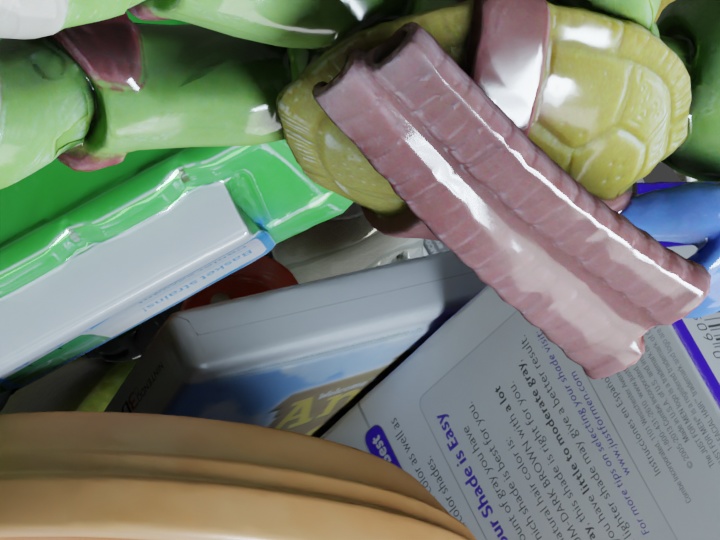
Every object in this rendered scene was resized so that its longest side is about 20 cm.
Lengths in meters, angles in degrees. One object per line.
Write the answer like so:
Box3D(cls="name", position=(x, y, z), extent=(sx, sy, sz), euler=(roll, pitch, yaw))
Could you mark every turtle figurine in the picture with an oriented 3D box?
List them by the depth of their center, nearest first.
Box3D(cls="turtle figurine", position=(-0.010, -0.081, 0.526), extent=(0.193, 0.201, 0.144), euler=(-5, -170, -24))

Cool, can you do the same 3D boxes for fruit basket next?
Box3D(cls="fruit basket", position=(-0.065, -0.016, 0.710), extent=(0.185, 0.094, 0.200), euler=(-28, 165, 1))

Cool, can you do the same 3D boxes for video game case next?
Box3D(cls="video game case", position=(-0.006, 0.050, 0.836), extent=(0.199, 0.022, 0.182), euler=(-12, 154, -35))

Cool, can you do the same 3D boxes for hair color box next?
Box3D(cls="hair color box", position=(0.048, 0.075, 0.778), extent=(0.065, 0.110, 0.200), euler=(-3, 149, -48))

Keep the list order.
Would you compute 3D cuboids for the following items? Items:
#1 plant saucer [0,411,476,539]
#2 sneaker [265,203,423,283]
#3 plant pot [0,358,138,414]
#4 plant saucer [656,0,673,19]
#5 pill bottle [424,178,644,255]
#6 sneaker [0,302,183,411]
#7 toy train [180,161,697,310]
Box3D(cls="plant saucer", position=(-0.061, 0.075, 0.710), extent=(0.199, 0.038, 0.200), euler=(1, 162, 0))
Box3D(cls="sneaker", position=(0.000, 0.000, 1.024), extent=(0.075, 0.081, 0.200), euler=(-26, 173, -9))
Box3D(cls="plant pot", position=(-0.080, 0.106, 1.080), extent=(0.200, 0.201, 0.184), euler=(-26, 176, -24))
Box3D(cls="plant saucer", position=(0.227, -0.166, 1.301), extent=(0.200, 0.049, 0.200), euler=(-31, 175, 28))
Box3D(cls="pill bottle", position=(0.037, -0.021, 1.356), extent=(0.199, 0.116, 0.116), euler=(-28, 176, 13))
Box3D(cls="sneaker", position=(-0.110, -0.003, 1.012), extent=(0.200, 0.076, 0.079), euler=(-23, -166, 42))
Box3D(cls="toy train", position=(0.007, -0.027, 0.895), extent=(0.200, 0.150, 0.056), euler=(-29, -164, 20))
